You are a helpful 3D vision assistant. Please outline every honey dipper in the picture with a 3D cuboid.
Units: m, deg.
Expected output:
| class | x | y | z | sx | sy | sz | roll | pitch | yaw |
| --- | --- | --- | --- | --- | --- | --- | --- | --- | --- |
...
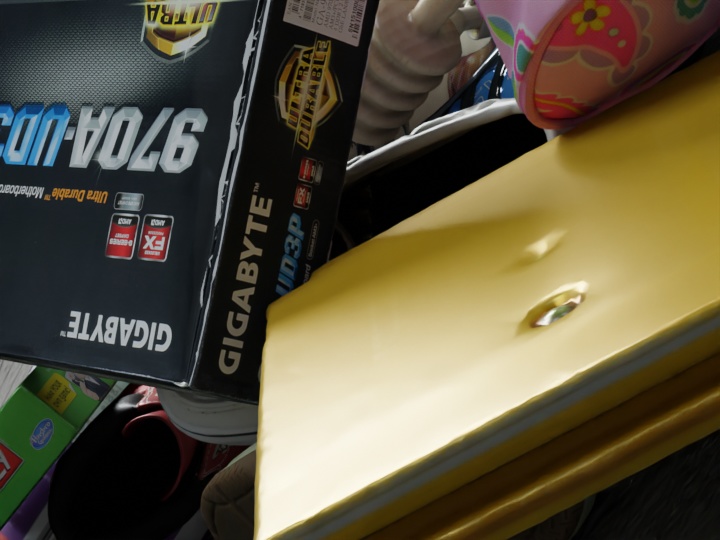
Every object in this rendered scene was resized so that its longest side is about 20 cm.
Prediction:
| class | x | y | z | sx | sy | sz | roll | pitch | yaw |
| --- | --- | --- | --- | --- | --- | --- | --- | --- | --- |
| honey dipper | 0.047 | -0.116 | 0.890 | 0.200 | 0.038 | 0.038 | -50 | 13 | 40 |

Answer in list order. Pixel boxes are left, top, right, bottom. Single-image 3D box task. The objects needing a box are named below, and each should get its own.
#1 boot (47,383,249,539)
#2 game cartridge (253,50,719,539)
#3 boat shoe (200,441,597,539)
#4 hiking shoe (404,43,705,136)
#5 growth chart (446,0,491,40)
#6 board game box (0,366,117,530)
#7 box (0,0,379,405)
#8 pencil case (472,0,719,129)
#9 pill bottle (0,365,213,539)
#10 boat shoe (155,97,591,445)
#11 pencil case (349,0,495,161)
| class | x | y | z | sx | sy | sz | roll | pitch | yaw |
| --- | --- | --- | --- | --- | --- | --- | --- | --- | --- |
| boot | -0.040 | 0.036 | 1.032 | 0.200 | 0.072 | 0.144 | -45 | 0 | -6 |
| game cartridge | 0.054 | 0.007 | 0.711 | 0.176 | 0.033 | 0.200 | -28 | 14 | 8 |
| boat shoe | 0.021 | 0.053 | 0.825 | 0.076 | 0.072 | 0.200 | -37 | 11 | -30 |
| hiking shoe | 0.048 | -0.030 | 0.912 | 0.201 | 0.074 | 0.087 | -59 | 10 | -2 |
| growth chart | 0.098 | -0.171 | 0.952 | 0.144 | 0.018 | 0.201 | -9 | -51 | -47 |
| board game box | -0.136 | 0.074 | 1.042 | 0.135 | 0.029 | 0.200 | -52 | 3 | 15 |
| box | -0.077 | -0.044 | 0.889 | 0.200 | 0.046 | 0.160 | 7 | 84 | 53 |
| pencil case | 0.038 | -0.140 | 0.815 | 0.087 | 0.200 | 0.088 | -26 | -25 | -14 |
| pill bottle | -0.092 | 0.059 | 1.196 | 0.200 | 0.111 | 0.111 | -56 | 11 | 7 |
| boat shoe | 0.000 | 0.000 | 0.869 | 0.199 | 0.072 | 0.066 | -26 | -17 | 30 |
| pencil case | -0.014 | -0.051 | 1.011 | 0.199 | 0.090 | 0.078 | -27 | 32 | -16 |
